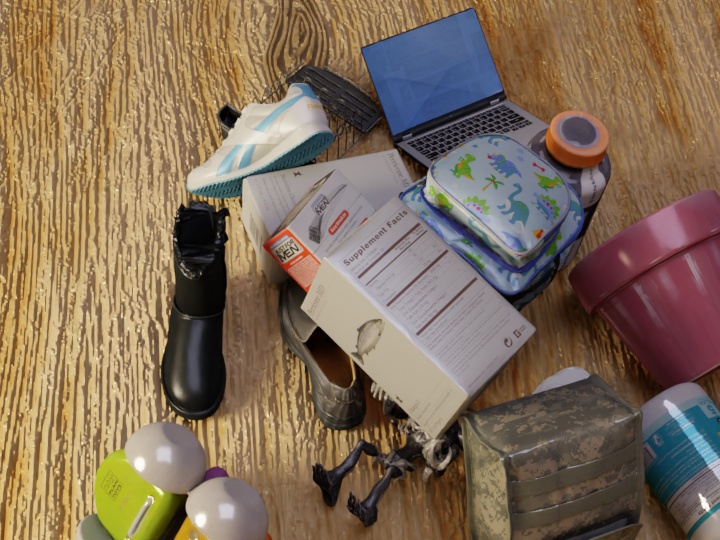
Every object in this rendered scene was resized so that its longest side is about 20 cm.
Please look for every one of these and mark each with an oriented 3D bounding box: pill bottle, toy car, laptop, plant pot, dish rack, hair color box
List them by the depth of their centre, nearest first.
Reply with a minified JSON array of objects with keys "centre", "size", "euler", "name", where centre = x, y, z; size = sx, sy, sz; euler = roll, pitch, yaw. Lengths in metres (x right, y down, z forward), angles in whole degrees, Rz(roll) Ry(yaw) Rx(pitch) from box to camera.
[{"centre":[-0.167,0.247,1.321],"size":[0.200,0.176,0.150],"euler":[38,22,18],"name":"toy car"},{"centre":[0.376,0.228,1.446],"size":[0.110,0.111,0.201],"euler":[-21,60,-24],"name":"pill bottle"},{"centre":[0.000,0.000,1.499],"size":[0.200,0.064,0.111],"euler":[47,51,-11],"name":"hair color box"},{"centre":[0.365,0.035,1.551],"size":[0.199,0.200,0.180],"euler":[-22,76,-24],"name":"plant pot"},{"centre":[0.234,-0.097,1.604],"size":[0.105,0.201,0.107],"euler":[5,52,-7],"name":"pill bottle"},{"centre":[-0.069,-0.194,1.713],"size":[0.153,0.055,0.200],"euler":[35,56,15],"name":"dish rack"},{"centre":[0.132,-0.225,1.729],"size":[0.186,0.117,0.200],"euler":[-24,41,-24],"name":"laptop"}]

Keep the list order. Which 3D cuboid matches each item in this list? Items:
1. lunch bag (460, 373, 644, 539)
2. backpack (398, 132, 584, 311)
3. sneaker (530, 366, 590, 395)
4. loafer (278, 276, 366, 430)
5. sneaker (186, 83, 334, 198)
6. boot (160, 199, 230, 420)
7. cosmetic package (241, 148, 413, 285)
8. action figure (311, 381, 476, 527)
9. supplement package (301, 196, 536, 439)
[{"centre":[0.196,0.231,1.364],"size":[0.163,0.202,0.118],"euler":[-14,25,-17],"name":"lunch bag"},{"centre":[0.147,-0.056,1.473],"size":[0.183,0.147,0.200],"euler":[40,46,13],"name":"backpack"},{"centre":[0.201,0.166,1.466],"size":[0.078,0.100,0.200],"euler":[35,55,16],"name":"sneaker"},{"centre":[-0.039,0.077,1.506],"size":[0.072,0.073,0.201],"euler":[-16,57,-18],"name":"loafer"},{"centre":[-0.125,-0.148,1.606],"size":[0.199,0.076,0.081],"euler":[-26,73,21],"name":"sneaker"},{"centre":[-0.175,0.038,1.453],"size":[0.073,0.163,0.200],"euler":[4,53,-5],"name":"boot"},{"centre":[-0.032,-0.065,1.608],"size":[0.198,0.081,0.113],"euler":[-15,56,-19],"name":"cosmetic package"},{"centre":[0.050,0.181,1.429],"size":[0.119,0.103,0.200],"euler":[38,59,24],"name":"action figure"},{"centre":[0.056,0.048,1.374],"size":[0.200,0.117,0.117],"euler":[44,60,10],"name":"supplement package"}]
